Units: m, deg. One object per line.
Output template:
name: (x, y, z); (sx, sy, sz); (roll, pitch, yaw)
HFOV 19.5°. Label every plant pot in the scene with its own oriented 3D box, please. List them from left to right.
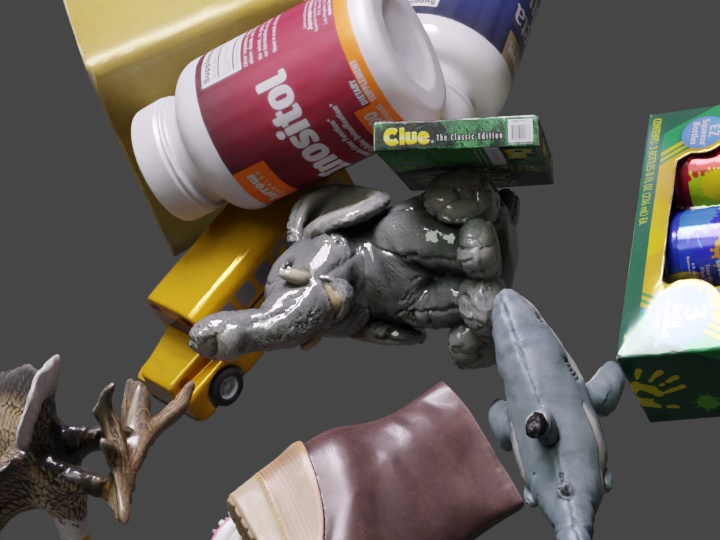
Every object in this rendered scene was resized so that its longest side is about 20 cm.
plant pot: (-0.103, -0.172, 1.585); (0.199, 0.195, 0.196); (-23, 43, -2)

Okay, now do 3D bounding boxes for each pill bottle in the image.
pill bottle: (-0.051, -0.111, 1.422); (0.199, 0.113, 0.114); (-25, 43, 22)
pill bottle: (0.066, -0.172, 1.531); (0.110, 0.111, 0.201); (-1, 52, 30)

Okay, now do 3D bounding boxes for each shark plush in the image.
shark plush: (0.107, 0.109, 1.271); (0.090, 0.083, 0.201); (-10, 49, 19)

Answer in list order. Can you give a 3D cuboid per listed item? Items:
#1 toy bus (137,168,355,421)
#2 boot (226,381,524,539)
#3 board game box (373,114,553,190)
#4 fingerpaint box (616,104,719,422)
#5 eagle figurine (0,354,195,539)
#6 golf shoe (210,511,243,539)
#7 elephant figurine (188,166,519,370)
toy bus: (-0.081, 0.007, 1.483); (0.065, 0.078, 0.200); (23, 66, 42)
boot: (0.030, 0.175, 1.269); (0.165, 0.073, 0.201); (-24, 65, -16)
board game box: (0.072, -0.075, 1.380); (0.104, 0.200, 0.024); (0, 85, 7)
fingerpaint box: (0.256, -0.014, 1.301); (0.166, 0.074, 0.201); (-6, 50, 26)
eagle figurine: (-0.226, 0.140, 1.411); (0.199, 0.151, 0.152); (-9, 84, 30)
golf shoe: (-0.076, 0.230, 1.296); (0.091, 0.075, 0.201); (21, 69, 28)
elephant figurine: (0.000, 0.000, 1.392); (0.198, 0.155, 0.143); (-8, 68, 13)
